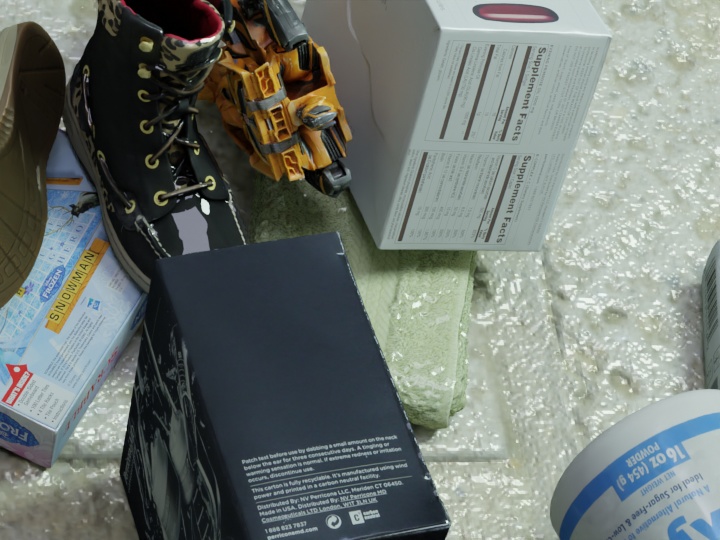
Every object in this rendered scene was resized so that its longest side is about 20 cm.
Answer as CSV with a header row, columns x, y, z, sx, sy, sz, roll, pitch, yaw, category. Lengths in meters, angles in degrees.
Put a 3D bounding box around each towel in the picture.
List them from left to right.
x,y,z,sx,sy,sz,roll,pitch,yaw,category
0.000,0.000,1.514,0.147,0.037,0.201,12,51,-4,towel

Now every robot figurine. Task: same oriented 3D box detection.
x,y,z,sx,sy,sz,roll,pitch,yaw,category
-0.063,-0.118,1.497,0.058,0.146,0.200,-24,29,-11,robot figurine

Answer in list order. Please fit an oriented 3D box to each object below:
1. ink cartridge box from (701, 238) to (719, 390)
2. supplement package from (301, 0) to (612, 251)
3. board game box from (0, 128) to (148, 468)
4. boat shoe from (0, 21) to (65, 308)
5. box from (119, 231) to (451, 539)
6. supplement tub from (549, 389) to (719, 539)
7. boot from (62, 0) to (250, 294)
x,y,z,sx,sy,sz,roll,pitch,yaw,category
0.308,0.068,1.530,0.198,0.047,0.161,8,51,-5,ink cartridge box
0.049,-0.133,1.520,0.110,0.157,0.201,1,37,-22,supplement package
-0.220,-0.008,1.460,0.198,0.041,0.201,26,50,6,board game box
-0.219,-0.054,1.434,0.064,0.072,0.201,-11,51,23,boat shoe
-0.047,0.116,1.304,0.103,0.201,0.183,-8,54,-18,box
0.200,0.178,1.363,0.131,0.132,0.201,-15,56,-24,supplement tub
-0.106,-0.083,1.425,0.073,0.151,0.201,-13,56,-25,boot
